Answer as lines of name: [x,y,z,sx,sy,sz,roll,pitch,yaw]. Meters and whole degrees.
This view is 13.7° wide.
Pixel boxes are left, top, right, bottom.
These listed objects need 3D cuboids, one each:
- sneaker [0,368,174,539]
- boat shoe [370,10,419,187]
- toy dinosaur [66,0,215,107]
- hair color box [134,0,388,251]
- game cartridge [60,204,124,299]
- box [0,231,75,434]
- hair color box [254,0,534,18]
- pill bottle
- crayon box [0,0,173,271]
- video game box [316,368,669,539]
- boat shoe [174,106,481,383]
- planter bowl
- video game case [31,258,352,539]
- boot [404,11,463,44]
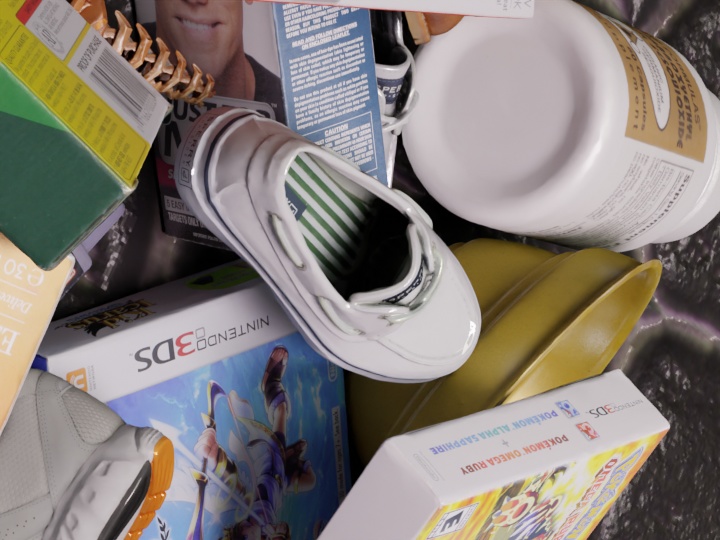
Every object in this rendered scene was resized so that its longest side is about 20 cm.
sneaker: [-0.165,0.131,1.271,0.200,0.092,0.076,-55,168,5]
boat shoe: [-0.006,-0.095,1.398,0.072,0.068,0.201,-14,107,-45]
toy dinosaur: [-0.136,-0.148,1.234,0.136,0.102,0.200,-50,132,-19]
hair color box: [-0.048,-0.111,1.326,0.060,0.100,0.201,-21,112,-40]
game cartridge: [-0.187,-0.005,1.246,0.200,0.038,0.130,-50,125,-29]
box: [-0.226,0.049,1.124,0.152,0.106,0.201,23,89,-41]
hair color box: [-0.008,-0.164,1.238,0.199,0.064,0.112,-3,99,-49]
pill bottle: [0.112,-0.068,1.481,0.200,0.114,0.115,12,88,-62]
crayon box: [-0.164,-0.101,1.131,0.051,0.127,0.200,-42,100,15]
video game box: [0.031,0.142,1.368,0.182,0.047,0.200,-16,146,-52]
boat shoe: [0.000,0.000,1.278,0.200,0.067,0.074,33,79,-45]
planter bowl: [0.050,0.046,1.444,0.200,0.083,0.201,-46,168,-13]
video game case: [-0.079,0.108,1.373,0.181,0.045,0.201,-19,111,-43]
boot: [0.103,-0.181,1.401,0.201,0.154,0.077,-69,158,-43]
